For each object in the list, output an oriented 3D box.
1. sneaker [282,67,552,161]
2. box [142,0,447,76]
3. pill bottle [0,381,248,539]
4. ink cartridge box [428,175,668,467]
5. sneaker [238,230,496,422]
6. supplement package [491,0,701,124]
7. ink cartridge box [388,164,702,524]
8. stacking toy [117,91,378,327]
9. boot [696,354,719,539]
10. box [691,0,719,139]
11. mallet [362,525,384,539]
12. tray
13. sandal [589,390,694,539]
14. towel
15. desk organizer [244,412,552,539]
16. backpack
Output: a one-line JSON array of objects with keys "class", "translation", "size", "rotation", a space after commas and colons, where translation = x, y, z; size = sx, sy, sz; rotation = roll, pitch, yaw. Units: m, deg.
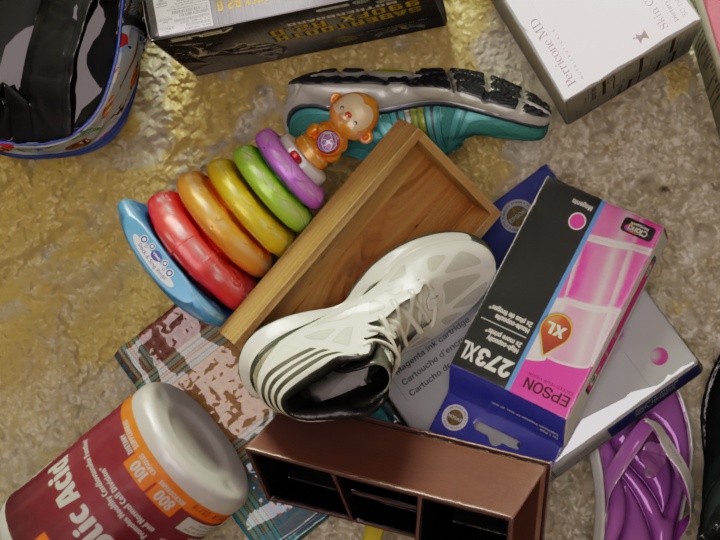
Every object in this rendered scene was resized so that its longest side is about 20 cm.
[{"class": "sneaker", "translation": [0.043, -0.107, 1.504], "size": [0.199, 0.078, 0.080], "rotation": [2, 107, 11]}, {"class": "box", "translation": [-0.044, -0.192, 1.463], "size": [0.199, 0.158, 0.048], "rotation": [-11, 85, 5]}, {"class": "pill bottle", "translation": [-0.190, 0.182, 1.480], "size": [0.200, 0.114, 0.114], "rotation": [-40, 84, 13]}, {"class": "ink cartridge box", "translation": [0.130, 0.041, 1.428], "size": [0.095, 0.037, 0.200], "rotation": [25, 84, 20]}, {"class": "sneaker", "translation": [0.024, 0.049, 1.395], "size": [0.200, 0.115, 0.076], "rotation": [-29, 117, -12]}, {"class": "supplement package", "translation": [0.140, -0.222, 1.444], "size": [0.111, 0.156, 0.200], "rotation": [-32, 85, 5]}, {"class": "ink cartridge box", "translation": [0.110, 0.049, 1.470], "size": [0.196, 0.043, 0.200], "rotation": [-37, 70, 4]}, {"class": "stacking toy", "translation": [-0.065, -0.057, 1.463], "size": [0.200, 0.110, 0.116], "rotation": [-40, 76, 7]}, {"class": "boot", "translation": [0.273, 0.146, 1.409], "size": [0.076, 0.168, 0.201], "rotation": [9, 89, 5]}, {"class": "box", "translation": [0.296, -0.160, 1.438], "size": [0.109, 0.128, 0.201], "rotation": [-17, 87, 5]}, {"class": "mallet", "translation": [0.007, 0.230, 1.450], "size": [0.066, 0.041, 0.201], "rotation": [4, 70, 16]}, {"class": "tray", "translation": [0.000, 0.000, 1.459], "size": [0.200, 0.037, 0.099], "rotation": [-49, 120, -4]}, {"class": "sandal", "translation": [0.206, 0.157, 1.454], "size": [0.082, 0.050, 0.203], "rotation": [9, 73, -17]}, {"class": "towel", "translation": [-0.072, 0.097, 1.524], "size": [0.147, 0.022, 0.200], "rotation": [-39, 84, 3]}, {"class": "desk organizer", "translation": [0.023, 0.155, 1.396], "size": [0.199, 0.077, 0.072], "rotation": [13, 117, 19]}, {"class": "backpack", "translation": [-0.242, -0.177, 1.489], "size": [0.199, 0.154, 0.191], "rotation": [6, 80, 13]}]
